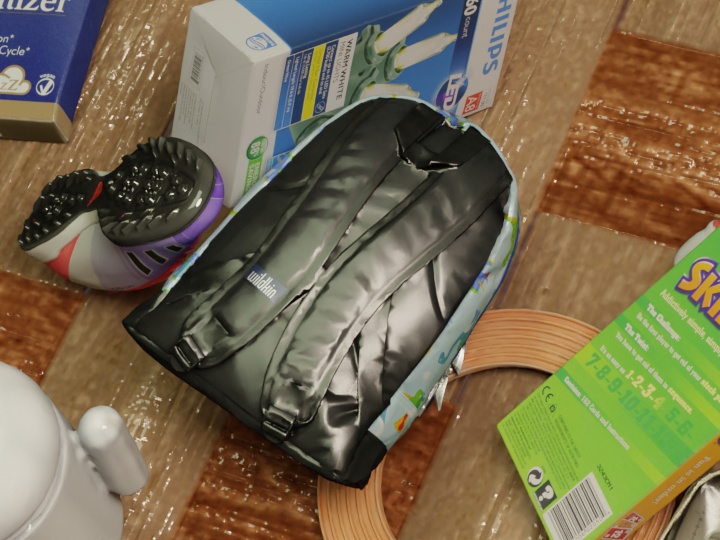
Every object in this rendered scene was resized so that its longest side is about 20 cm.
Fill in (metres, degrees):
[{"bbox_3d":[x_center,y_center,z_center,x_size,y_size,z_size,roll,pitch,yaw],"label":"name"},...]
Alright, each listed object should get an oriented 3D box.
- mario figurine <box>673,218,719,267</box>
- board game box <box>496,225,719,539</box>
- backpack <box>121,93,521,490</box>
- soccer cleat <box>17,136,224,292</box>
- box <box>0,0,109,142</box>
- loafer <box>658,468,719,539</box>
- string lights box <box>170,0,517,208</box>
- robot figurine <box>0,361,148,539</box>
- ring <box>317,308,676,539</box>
[{"bbox_3d":[0.252,-0.012,1.551,0.106,0.123,0.200,45,69,-11],"label":"mario figurine"},{"bbox_3d":[0.160,0.058,1.479,0.200,0.030,0.096,-45,50,27],"label":"board game box"},{"bbox_3d":[0.000,0.000,1.556,0.163,0.154,0.200,33,91,18],"label":"backpack"},{"bbox_3d":[-0.118,-0.025,1.604,0.200,0.073,0.068,-12,48,57],"label":"soccer cleat"},{"bbox_3d":[-0.215,-0.176,1.800,0.121,0.032,0.200,5,63,20],"label":"box"},{"bbox_3d":[0.162,0.184,1.459,0.076,0.068,0.200,9,65,22],"label":"loafer"},{"bbox_3d":[-0.007,-0.118,1.607,0.200,0.103,0.059,-23,50,-35],"label":"string lights box"},{"bbox_3d":[-0.197,0.118,1.531,0.169,0.200,0.113,-23,58,5],"label":"robot figurine"},{"bbox_3d":[0.075,0.112,1.557,0.200,0.019,0.201,-8,60,14],"label":"ring"}]
